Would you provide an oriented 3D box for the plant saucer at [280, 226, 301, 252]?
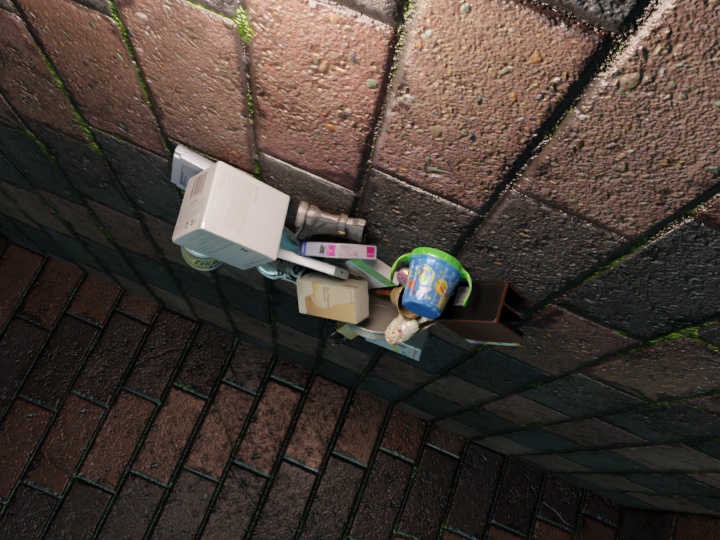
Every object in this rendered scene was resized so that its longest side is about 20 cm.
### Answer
[{"bbox_3d":[-0.248,-0.099,1.667,0.197,0.028,0.201,21,159,8],"label":"plant saucer"}]

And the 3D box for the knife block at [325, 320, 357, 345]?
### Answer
[{"bbox_3d":[-0.032,0.175,1.873,0.063,0.177,0.200,31,-179,-25],"label":"knife block"}]

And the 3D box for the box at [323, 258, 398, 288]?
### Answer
[{"bbox_3d":[0.000,0.000,1.633,0.143,0.037,0.199,34,159,-27],"label":"box"}]

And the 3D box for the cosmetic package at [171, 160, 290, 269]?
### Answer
[{"bbox_3d":[-0.301,-0.122,1.396,0.198,0.169,0.166,24,157,-35],"label":"cosmetic package"}]

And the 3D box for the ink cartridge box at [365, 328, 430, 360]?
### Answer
[{"bbox_3d":[0.119,0.211,1.962,0.197,0.084,0.146,20,160,10],"label":"ink cartridge box"}]

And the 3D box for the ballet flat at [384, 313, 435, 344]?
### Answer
[{"bbox_3d":[0.151,0.138,1.626,0.064,0.198,0.077,-19,98,57],"label":"ballet flat"}]

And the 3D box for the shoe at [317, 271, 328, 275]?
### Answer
[{"bbox_3d":[-0.082,0.039,1.784,0.091,0.071,0.200,49,178,5],"label":"shoe"}]

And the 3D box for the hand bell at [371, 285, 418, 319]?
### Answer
[{"bbox_3d":[0.086,0.062,1.656,0.104,0.105,0.199,36,170,-33],"label":"hand bell"}]

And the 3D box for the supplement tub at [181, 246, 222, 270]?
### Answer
[{"bbox_3d":[-0.459,-0.084,1.763,0.143,0.146,0.200,25,160,-6],"label":"supplement tub"}]

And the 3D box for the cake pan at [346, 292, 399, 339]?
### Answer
[{"bbox_3d":[0.045,0.132,1.705,0.197,0.200,0.037,17,121,17],"label":"cake pan"}]

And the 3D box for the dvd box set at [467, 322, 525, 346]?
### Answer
[{"bbox_3d":[0.340,0.164,1.673,0.146,0.030,0.199,35,158,-29],"label":"dvd box set"}]

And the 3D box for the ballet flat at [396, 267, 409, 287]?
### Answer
[{"bbox_3d":[0.176,0.064,1.535,0.198,0.072,0.069,32,129,-23],"label":"ballet flat"}]

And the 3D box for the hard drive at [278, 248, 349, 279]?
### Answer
[{"bbox_3d":[-0.138,-0.021,1.590,0.197,0.027,0.132,17,179,16],"label":"hard drive"}]

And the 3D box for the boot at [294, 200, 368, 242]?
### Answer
[{"bbox_3d":[-0.068,-0.096,1.421,0.171,0.070,0.200,15,168,-2],"label":"boot"}]

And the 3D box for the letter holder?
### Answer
[{"bbox_3d":[0.307,0.107,1.468,0.141,0.102,0.198,33,158,-32],"label":"letter holder"}]

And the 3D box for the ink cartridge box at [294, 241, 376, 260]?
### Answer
[{"bbox_3d":[-0.065,-0.050,1.483,0.118,0.043,0.199,2,180,-37],"label":"ink cartridge box"}]

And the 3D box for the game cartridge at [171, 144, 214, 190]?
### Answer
[{"bbox_3d":[-0.402,-0.233,1.483,0.132,0.041,0.200,31,159,-11],"label":"game cartridge"}]

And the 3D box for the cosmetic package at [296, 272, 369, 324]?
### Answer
[{"bbox_3d":[-0.077,0.074,1.642,0.197,0.107,0.071,7,-160,33],"label":"cosmetic package"}]

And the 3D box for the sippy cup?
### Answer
[{"bbox_3d":[0.161,0.036,1.400,0.139,0.132,0.176,36,156,-35],"label":"sippy cup"}]

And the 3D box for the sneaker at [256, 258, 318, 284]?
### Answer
[{"bbox_3d":[-0.210,-0.007,1.783,0.197,0.081,0.129,28,158,-14],"label":"sneaker"}]
